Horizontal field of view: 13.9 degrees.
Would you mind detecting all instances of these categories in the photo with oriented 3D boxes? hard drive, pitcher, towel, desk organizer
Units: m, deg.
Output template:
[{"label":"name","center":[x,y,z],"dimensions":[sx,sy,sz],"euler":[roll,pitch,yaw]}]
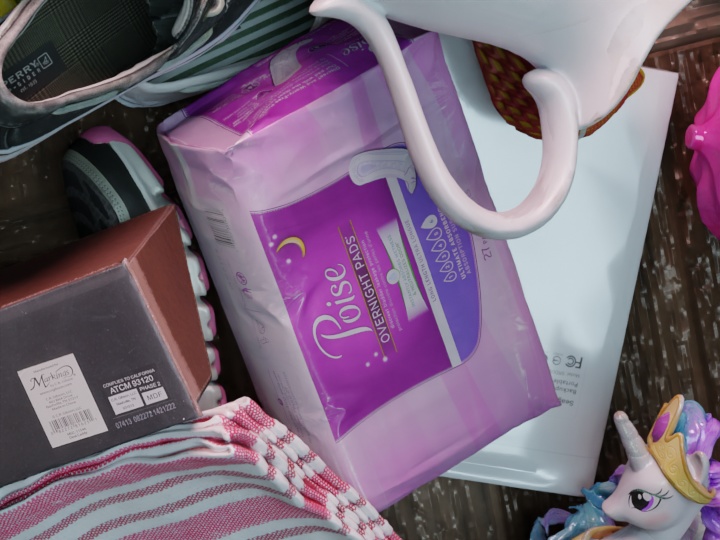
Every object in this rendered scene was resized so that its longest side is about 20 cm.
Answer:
[{"label":"hard drive","center":[0.062,-0.004,1.356],"dimensions":[0.131,0.027,0.201],"euler":[9,97,-16]},{"label":"pitcher","center":[0.032,-0.124,1.170],"dimensions":[0.200,0.121,0.172],"euler":[34,73,-24]},{"label":"towel","center":[-0.054,0.134,1.275],"dimensions":[0.146,0.030,0.200],"euler":[-21,134,28]},{"label":"desk organizer","center":[-0.157,0.045,1.232],"dimensions":[0.199,0.077,0.072],"euler":[-20,106,20]}]

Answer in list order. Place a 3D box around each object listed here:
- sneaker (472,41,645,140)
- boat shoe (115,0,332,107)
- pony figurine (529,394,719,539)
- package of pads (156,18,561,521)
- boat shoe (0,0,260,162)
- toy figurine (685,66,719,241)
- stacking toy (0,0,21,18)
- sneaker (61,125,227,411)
[{"label":"sneaker","center":[0.072,-0.156,1.289],"dimensions":[0.077,0.073,0.201],"euler":[-39,122,-47]},{"label":"boat shoe","center":[-0.021,-0.123,1.292],"dimensions":[0.200,0.067,0.074],"euler":[-32,106,-8]},{"label":"pony figurine","center":[0.144,0.161,1.348],"dimensions":[0.193,0.167,0.200],"euler":[27,112,-24]},{"label":"package of pads","center":[0.000,0.000,1.266],"dimensions":[0.120,0.076,0.201],"euler":[-31,118,-21]},{"label":"boat shoe","center":[-0.085,-0.107,1.189],"dimensions":[0.200,0.071,0.072],"euler":[-45,107,-31]},{"label":"toy figurine","center":[0.238,-0.037,1.358],"dimensions":[0.184,0.150,0.200],"euler":[47,63,-8]},{"label":"stacking toy","center":[-0.145,-0.111,1.243],"dimensions":[0.200,0.116,0.110],"euler":[-37,86,-17]},{"label":"sneaker","center":[-0.111,0.040,1.290],"dimensions":[0.087,0.074,0.201],"euler":[-16,107,-18]}]
